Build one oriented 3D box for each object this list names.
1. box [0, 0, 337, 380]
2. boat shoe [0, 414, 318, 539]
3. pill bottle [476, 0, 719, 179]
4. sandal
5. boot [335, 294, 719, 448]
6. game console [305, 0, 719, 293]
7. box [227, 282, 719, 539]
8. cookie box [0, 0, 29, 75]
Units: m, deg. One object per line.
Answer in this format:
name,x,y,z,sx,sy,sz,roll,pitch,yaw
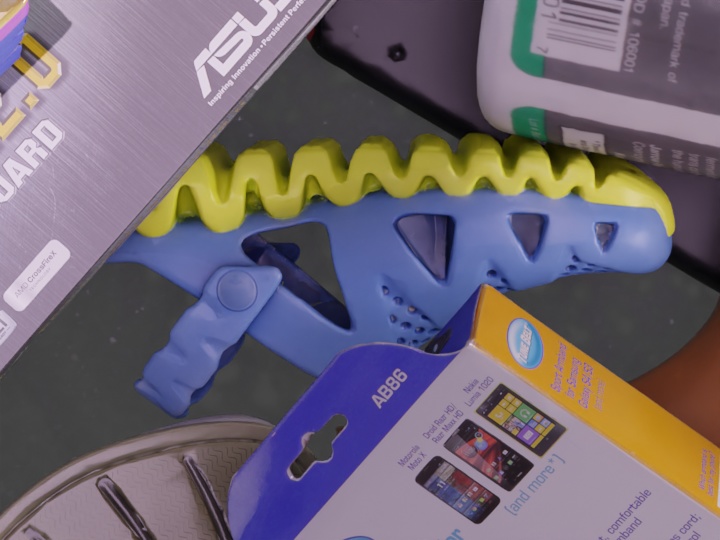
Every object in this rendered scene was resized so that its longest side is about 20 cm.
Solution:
box,-0.124,-0.066,0.811,0.158,0.048,0.200,42,91,-3
boat shoe,-0.103,0.107,0.866,0.200,0.068,0.075,-30,95,-7
pill bottle,0.143,-0.076,0.820,0.200,0.113,0.113,13,89,11
sandal,0.000,0.000,0.869,0.200,0.079,0.087,-3,94,12
boot,0.069,0.060,0.879,0.155,0.077,0.200,10,104,1
game console,0.107,-0.102,0.908,0.200,0.031,0.177,30,93,-3
box,0.061,0.093,0.816,0.200,0.041,0.119,36,118,-8
cookie box,-0.217,-0.080,0.736,0.200,0.075,0.171,45,80,-2
